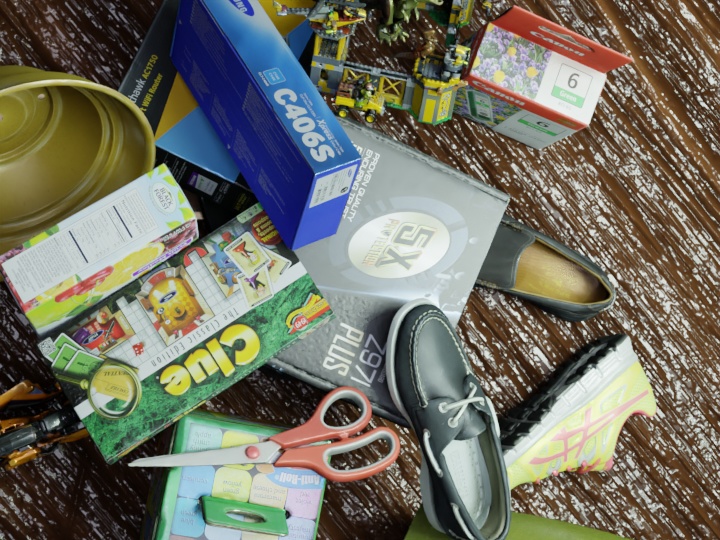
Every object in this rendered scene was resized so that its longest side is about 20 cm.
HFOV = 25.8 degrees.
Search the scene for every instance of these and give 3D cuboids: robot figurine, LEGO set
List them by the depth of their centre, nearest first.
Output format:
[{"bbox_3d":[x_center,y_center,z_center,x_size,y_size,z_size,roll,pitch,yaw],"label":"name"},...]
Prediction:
[{"bbox_3d":[0.029,-0.218,1.225,0.153,0.116,0.201,17,44,7],"label":"LEGO set"},{"bbox_3d":[-0.211,0.099,1.236,0.199,0.145,0.059,-22,86,-19],"label":"robot figurine"}]

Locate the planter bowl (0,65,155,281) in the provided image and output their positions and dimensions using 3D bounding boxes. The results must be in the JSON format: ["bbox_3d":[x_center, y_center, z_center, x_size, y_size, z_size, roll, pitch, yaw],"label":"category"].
[{"bbox_3d":[-0.260,-0.090,1.168,0.199,0.201,0.084,-26,57,-11],"label":"planter bowl"}]

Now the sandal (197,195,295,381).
[{"bbox_3d":[-0.080,0.005,1.291,0.075,0.045,0.201,-26,108,-20],"label":"sandal"}]

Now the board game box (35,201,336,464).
[{"bbox_3d":[-0.128,0.045,1.164,0.199,0.023,0.105,-33,82,-7],"label":"board game box"}]

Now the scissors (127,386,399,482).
[{"bbox_3d":[-0.065,0.138,1.148,0.199,0.014,0.073,-16,67,-26],"label":"scissors"}]

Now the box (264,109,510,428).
[{"bbox_3d":[0.000,0.000,1.246,0.163,0.086,0.201,25,84,-11],"label":"box"}]

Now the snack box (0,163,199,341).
[{"bbox_3d":[-0.193,0.000,1.206,0.142,0.200,0.053,-29,80,-11],"label":"snack box"}]

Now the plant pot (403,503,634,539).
[{"bbox_3d":[0.121,0.274,1.281,0.199,0.187,0.188,23,83,8],"label":"plant pot"}]

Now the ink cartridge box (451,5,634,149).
[{"bbox_3d":[0.135,-0.153,1.277,0.108,0.200,0.051,22,83,-9],"label":"ink cartridge box"}]

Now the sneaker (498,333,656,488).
[{"bbox_3d":[0.174,0.146,1.336,0.200,0.078,0.091,-38,101,-9],"label":"sneaker"}]

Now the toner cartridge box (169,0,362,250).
[{"bbox_3d":[-0.074,-0.123,1.165,0.043,0.095,0.201,-20,64,-28],"label":"toner cartridge box"}]

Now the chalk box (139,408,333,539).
[{"bbox_3d":[-0.097,0.176,1.218,0.124,0.200,0.125,12,85,-11],"label":"chalk box"}]

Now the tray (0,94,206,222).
[{"bbox_3d":[-0.219,-0.093,1.292,0.199,0.037,0.099,2,87,-12],"label":"tray"}]

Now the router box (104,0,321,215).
[{"bbox_3d":[-0.107,-0.156,1.274,0.148,0.051,0.201,25,61,-8],"label":"router box"}]

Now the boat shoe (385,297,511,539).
[{"bbox_3d":[0.074,0.117,1.194,0.075,0.060,0.201,-30,115,-27],"label":"boat shoe"}]

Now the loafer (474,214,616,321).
[{"bbox_3d":[0.126,-0.014,1.334,0.199,0.072,0.073,17,86,-9],"label":"loafer"}]
